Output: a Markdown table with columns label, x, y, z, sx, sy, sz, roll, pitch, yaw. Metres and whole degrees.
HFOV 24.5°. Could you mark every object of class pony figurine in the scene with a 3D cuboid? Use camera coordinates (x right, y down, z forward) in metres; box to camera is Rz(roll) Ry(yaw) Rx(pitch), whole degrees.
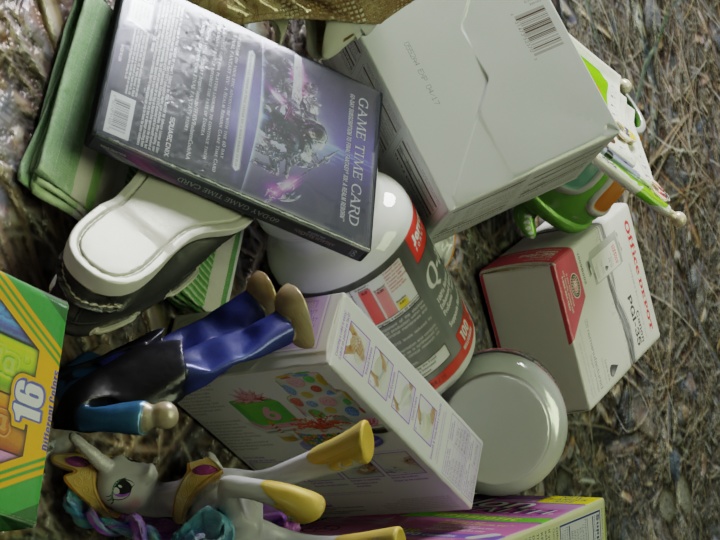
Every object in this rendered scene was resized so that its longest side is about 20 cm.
| label | x | y | z | sx | sy | sz | roll | pitch | yaw |
| --- | --- | --- | --- | --- | --- | --- | --- | --- | --- |
| pony figurine | -0.078 | 0.166 | 1.032 | 0.168 | 0.198 | 0.194 | -76 | 157 | -43 |

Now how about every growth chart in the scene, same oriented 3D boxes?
| label | x | y | z | sx | sy | sz | roll | pitch | yaw |
| --- | --- | --- | --- | --- | --- | --- | --- | --- | --- |
| growth chart | 0.200 | -0.133 | 1.398 | 0.144 | 0.018 | 0.201 | 29 | 33 | -33 |

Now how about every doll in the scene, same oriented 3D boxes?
| label | x | y | z | sx | sy | sz | roll | pitch | yaw |
| --- | --- | --- | --- | --- | --- | --- | --- | --- | --- |
| doll | -0.131 | 0.061 | 0.999 | 0.199 | 0.136 | 0.049 | -24 | 113 | -24 |

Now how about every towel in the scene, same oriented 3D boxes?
| label | x | y | z | sx | sy | sz | roll | pitch | yaw |
| --- | --- | --- | --- | --- | --- | --- | --- | --- | --- |
| towel | -0.141 | -0.069 | 1.112 | 0.200 | 0.023 | 0.154 | 43 | 48 | -43 |

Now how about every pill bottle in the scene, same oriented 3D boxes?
| label | x | y | z | sx | sy | sz | roll | pitch | yaw |
| --- | --- | --- | --- | --- | --- | --- | --- | --- | --- |
| pill bottle | 0.109 | 0.119 | 1.316 | 0.200 | 0.109 | 0.112 | 7 | 76 | -84 |
| pill bottle | 0.000 | 0.000 | 1.220 | 0.201 | 0.115 | 0.116 | 61 | 37 | -37 |

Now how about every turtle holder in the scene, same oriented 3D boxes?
| label | x | y | z | sx | sy | sz | roll | pitch | yaw |
| --- | --- | --- | --- | --- | --- | --- | --- | --- | --- |
| turtle holder | 0.178 | -0.133 | 1.518 | 0.140 | 0.132 | 0.187 | 9 | 49 | -49 |

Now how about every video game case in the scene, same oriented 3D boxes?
| label | x | y | z | sx | sy | sz | roll | pitch | yaw |
| --- | --- | --- | --- | --- | --- | --- | --- | --- | --- |
| video game case | -0.077 | -0.101 | 1.089 | 0.199 | 0.019 | 0.144 | 23 | 49 | -22 |

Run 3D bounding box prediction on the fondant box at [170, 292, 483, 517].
| label | x | y | z | sx | sy | sz | roll | pitch | yaw |
| --- | --- | --- | --- | --- | --- | --- | --- | --- | --- |
| fondant box | -0.024 | 0.099 | 1.142 | 0.200 | 0.143 | 0.059 | 47 | 46 | -43 |

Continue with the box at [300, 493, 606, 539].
| label | x | y | z | sx | sy | sz | roll | pitch | yaw |
| --- | --- | --- | --- | --- | --- | --- | --- | --- | --- |
| box | 0.064 | 0.226 | 1.217 | 0.199 | 0.174 | 0.098 | -3 | 90 | -58 |

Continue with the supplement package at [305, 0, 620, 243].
| label | x | y | z | sx | sy | sz | roll | pitch | yaw |
| --- | --- | --- | --- | --- | --- | --- | --- | --- | --- |
| supplement package | 0.075 | -0.146 | 1.271 | 0.155 | 0.111 | 0.201 | -24 | 81 | -17 |

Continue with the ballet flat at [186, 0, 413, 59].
| label | x | y | z | sx | sy | sz | roll | pitch | yaw |
| --- | --- | --- | --- | --- | --- | --- | --- | --- | --- |
| ballet flat | -0.049 | -0.180 | 1.174 | 0.071 | 0.198 | 0.066 | -137 | -134 | -73 |

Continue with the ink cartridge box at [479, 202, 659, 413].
| label | x | y | z | sx | sy | sz | roll | pitch | yaw |
| --- | --- | --- | --- | --- | --- | --- | --- | --- | --- |
| ink cartridge box | 0.202 | 0.033 | 1.577 | 0.200 | 0.082 | 0.148 | -33 | 111 | -55 |

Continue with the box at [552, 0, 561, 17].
| label | x | y | z | sx | sy | sz | roll | pitch | yaw |
| --- | --- | --- | --- | --- | --- | --- | --- | --- | --- |
| box | 0.122 | -0.266 | 1.552 | 0.199 | 0.049 | 0.083 | -6 | 88 | -58 |

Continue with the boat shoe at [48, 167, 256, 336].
| label | x | y | z | sx | sy | sz | roll | pitch | yaw |
| --- | --- | --- | --- | --- | --- | --- | --- | --- | --- |
| boat shoe | -0.127 | -0.019 | 1.045 | 0.074 | 0.061 | 0.200 | 38 | 35 | 3 |

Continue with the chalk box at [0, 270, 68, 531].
| label | x | y | z | sx | sy | sz | roll | pitch | yaw |
| --- | --- | --- | --- | --- | --- | --- | --- | --- | --- |
| chalk box | -0.258 | 0.047 | 0.802 | 0.200 | 0.124 | 0.125 | 31 | 57 | -50 |

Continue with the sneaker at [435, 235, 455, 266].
| label | x | y | z | sx | sy | sz | roll | pitch | yaw |
| --- | --- | --- | --- | --- | --- | --- | --- | --- | --- |
| sneaker | 0.022 | -0.088 | 1.331 | 0.092 | 0.075 | 0.202 | -13 | 92 | -54 |
